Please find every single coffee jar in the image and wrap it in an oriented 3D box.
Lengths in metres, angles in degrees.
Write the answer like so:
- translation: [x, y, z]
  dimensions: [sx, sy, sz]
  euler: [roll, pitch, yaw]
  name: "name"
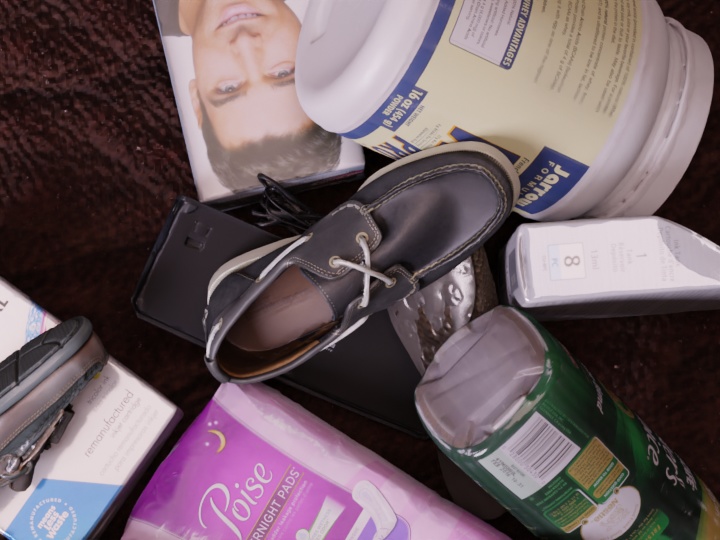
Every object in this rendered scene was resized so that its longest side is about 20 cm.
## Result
- translation: [0.124, 0.113, 1.424]
  dimensions: [0.085, 0.104, 0.200]
  euler: [-44, 120, 4]
  name: "coffee jar"

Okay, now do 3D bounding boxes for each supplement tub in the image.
- translation: [0.079, -0.113, 1.445]
  dimensions: [0.199, 0.145, 0.146]
  euler: [22, 83, -21]
  name: "supplement tub"

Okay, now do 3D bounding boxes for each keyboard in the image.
- translation: [-0.024, 0.014, 1.494]
  dimensions: [0.199, 0.040, 0.105]
  euler: [25, 101, -15]
  name: "keyboard"

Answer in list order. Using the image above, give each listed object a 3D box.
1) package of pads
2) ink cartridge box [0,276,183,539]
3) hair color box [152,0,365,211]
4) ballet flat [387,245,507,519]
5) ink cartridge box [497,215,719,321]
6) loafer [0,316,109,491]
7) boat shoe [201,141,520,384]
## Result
- translation: [-0.023, 0.153, 1.470]
  dimensions: [0.199, 0.076, 0.121]
  euler: [32, 85, 4]
  name: "package of pads"
- translation: [-0.213, 0.068, 1.482]
  dimensions: [0.199, 0.067, 0.116]
  euler: [35, 86, 3]
  name: "ink cartridge box"
- translation: [-0.066, -0.142, 1.512]
  dimensions: [0.098, 0.061, 0.201]
  euler: [-13, 84, -2]
  name: "hair color box"
- translation: [0.059, 0.042, 1.472]
  dimensions: [0.067, 0.046, 0.201]
  euler: [-4, 108, 38]
  name: "ballet flat"
- translation: [0.179, -0.005, 1.448]
  dimensions: [0.198, 0.160, 0.048]
  euler: [-5, 84, -2]
  name: "ink cartridge box"
- translation: [-0.209, 0.106, 1.419]
  dimensions: [0.200, 0.072, 0.063]
  euler: [-39, 106, 5]
  name: "loafer"
- translation: [0.000, 0.000, 1.407]
  dimensions: [0.199, 0.068, 0.072]
  euler: [-29, 111, 22]
  name: "boat shoe"
